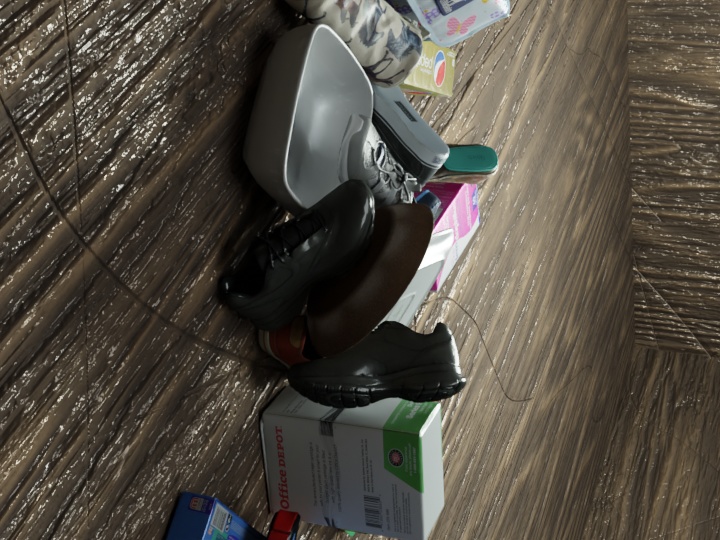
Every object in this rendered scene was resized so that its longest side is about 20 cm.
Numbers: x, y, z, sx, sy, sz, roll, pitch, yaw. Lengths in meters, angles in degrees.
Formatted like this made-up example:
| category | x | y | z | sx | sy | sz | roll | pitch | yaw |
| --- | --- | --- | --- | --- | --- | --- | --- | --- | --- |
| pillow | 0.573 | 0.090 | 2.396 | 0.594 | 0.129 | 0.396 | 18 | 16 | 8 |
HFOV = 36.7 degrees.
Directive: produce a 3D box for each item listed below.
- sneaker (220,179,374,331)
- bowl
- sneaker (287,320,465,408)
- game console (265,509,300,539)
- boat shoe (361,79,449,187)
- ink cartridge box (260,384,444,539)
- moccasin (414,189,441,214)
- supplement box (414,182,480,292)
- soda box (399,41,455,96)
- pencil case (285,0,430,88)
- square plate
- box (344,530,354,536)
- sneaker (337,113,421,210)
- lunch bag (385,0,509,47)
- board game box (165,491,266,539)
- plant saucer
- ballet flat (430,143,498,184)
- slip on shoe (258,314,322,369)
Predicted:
| category | x | y | z | sx | sy | sz | roll | pitch | yaw |
| --- | --- | --- | --- | --- | --- | --- | --- | --- | --- |
| sneaker | -0.066 | -0.020 | 1.141 | 0.200 | 0.076 | 0.091 | -48 | 141 | 11 |
| bowl | -0.061 | -0.156 | 1.213 | 0.200 | 0.074 | 0.202 | 38 | 61 | -63 |
| sneaker | 0.016 | 0.103 | 1.222 | 0.076 | 0.197 | 0.092 | 107 | -21 | -67 |
| game console | -0.108 | 0.370 | 1.205 | 0.201 | 0.031 | 0.178 | 101 | 5 | -60 |
| boat shoe | 0.030 | -0.183 | 1.336 | 0.073 | 0.200 | 0.068 | -11 | 145 | -52 |
| ink cartridge box | -0.008 | 0.224 | 1.280 | 0.084 | 0.198 | 0.148 | -45 | 137 | -59 |
| moccasin | 0.054 | -0.009 | 1.428 | 0.201 | 0.068 | 0.080 | -58 | 164 | 16 |
| supplement box | 0.095 | -0.067 | 1.570 | 0.200 | 0.102 | 0.102 | -53 | 143 | -47 |
| soda box | 0.070 | -0.283 | 1.499 | 0.200 | 0.063 | 0.069 | -8 | 104 | -66 |
| pencil case | -0.007 | -0.294 | 1.237 | 0.090 | 0.078 | 0.200 | -52 | 137 | 4 |
| square plate | 0.034 | 0.048 | 1.322 | 0.201 | 0.028 | 0.198 | -60 | 163 | 24 |
| box | -0.009 | 0.275 | 1.486 | 0.201 | 0.048 | 0.118 | 70 | 35 | -49 |
| sneaker | 0.031 | -0.110 | 1.247 | 0.200 | 0.081 | 0.075 | 61 | 41 | -56 |
| lunch bag | 0.070 | -0.359 | 1.308 | 0.170 | 0.198 | 0.129 | 49 | 52 | -61 |
| board game box | -0.169 | 0.351 | 1.126 | 0.152 | 0.044 | 0.202 | 60 | 42 | -56 |
| plant saucer | 0.000 | 0.000 | 1.177 | 0.037 | 0.200 | 0.202 | 37 | 54 | -20 |
| ballet flat | 0.096 | -0.147 | 1.519 | 0.067 | 0.198 | 0.069 | 141 | -48 | -65 |
| slip on shoe | -0.056 | 0.091 | 1.306 | 0.200 | 0.060 | 0.075 | 39 | 58 | -65 |
